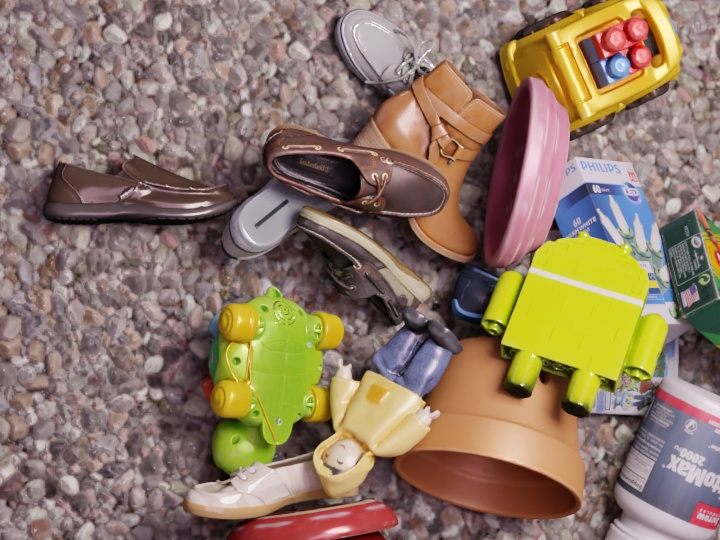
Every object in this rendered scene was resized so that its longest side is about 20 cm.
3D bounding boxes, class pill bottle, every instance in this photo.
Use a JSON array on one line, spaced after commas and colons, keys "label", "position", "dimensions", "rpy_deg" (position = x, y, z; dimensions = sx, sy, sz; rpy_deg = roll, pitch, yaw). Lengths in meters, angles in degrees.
[{"label": "pill bottle", "position": [0.348, 0.230, 1.566], "dimensions": [0.119, 0.120, 0.202], "rpy_deg": [21, 95, -13]}]

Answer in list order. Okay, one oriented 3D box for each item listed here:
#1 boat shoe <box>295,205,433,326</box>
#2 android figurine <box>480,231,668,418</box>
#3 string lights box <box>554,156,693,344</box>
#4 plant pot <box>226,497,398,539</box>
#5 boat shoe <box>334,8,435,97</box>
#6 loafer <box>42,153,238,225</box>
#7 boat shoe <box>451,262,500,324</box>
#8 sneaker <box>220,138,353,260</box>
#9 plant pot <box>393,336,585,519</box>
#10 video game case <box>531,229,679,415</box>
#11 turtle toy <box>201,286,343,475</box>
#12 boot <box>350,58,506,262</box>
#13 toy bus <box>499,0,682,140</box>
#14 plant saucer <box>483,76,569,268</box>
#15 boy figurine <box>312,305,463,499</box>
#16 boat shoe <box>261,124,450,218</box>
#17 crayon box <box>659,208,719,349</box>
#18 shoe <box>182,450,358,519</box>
[{"label": "boat shoe", "position": [0.000, 0.000, 1.483], "dimensions": [0.199, 0.073, 0.065], "rpy_deg": [35, 87, -39]}, {"label": "android figurine", "position": [0.217, 0.047, 1.437], "dimensions": [0.180, 0.041, 0.201], "rpy_deg": [15, 61, 15]}, {"label": "string lights box", "position": [0.279, -0.019, 1.542], "dimensions": [0.102, 0.059, 0.202], "rpy_deg": [1, 62, -42]}, {"label": "plant pot", "position": [-0.044, 0.330, 1.423], "dimensions": [0.198, 0.200, 0.185], "rpy_deg": [-8, 83, -15]}, {"label": "boat shoe", "position": [0.058, -0.206, 1.531], "dimensions": [0.075, 0.086, 0.202], "rpy_deg": [-45, 99, -13]}, {"label": "loafer", "position": [-0.222, -0.084, 1.454], "dimensions": [0.198, 0.073, 0.072], "rpy_deg": [0, 87, -16]}, {"label": "boat shoe", "position": [0.200, 0.034, 1.540], "dimensions": [0.198, 0.084, 0.069], "rpy_deg": [12, 81, -16]}, {"label": "sneaker", "position": [-0.073, -0.078, 1.500], "dimensions": [0.199, 0.071, 0.073], "rpy_deg": [-33, 95, -36]}, {"label": "plant pot", "position": [0.144, 0.160, 1.493], "dimensions": [0.198, 0.200, 0.141], "rpy_deg": [20, 66, -13]}, {"label": "video game case", "position": [0.276, 0.061, 1.612], "dimensions": [0.180, 0.022, 0.202], "rpy_deg": [4, 85, -15]}, {"label": "turtle toy", "position": [-0.105, 0.116, 1.462], "dimensions": [0.145, 0.101, 0.202], "rpy_deg": [9, 87, -38]}, {"label": "boot", "position": [0.097, -0.112, 1.501], "dimensions": [0.155, 0.074, 0.200], "rpy_deg": [-42, 118, 14]}, {"label": "toy bus", "position": [0.277, -0.238, 1.540], "dimensions": [0.199, 0.192, 0.137], "rpy_deg": [-26, 93, -16]}, {"label": "plant saucer", "position": [0.176, -0.099, 1.496], "dimensions": [0.050, 0.201, 0.203], "rpy_deg": [10, 85, -4]}, {"label": "boy figurine", "position": [0.015, 0.134, 1.428], "dimensions": [0.124, 0.064, 0.201], "rpy_deg": [32, 80, 28]}, {"label": "boat shoe", "position": [-0.004, -0.091, 1.435], "dimensions": [0.198, 0.070, 0.071], "rpy_deg": [12, 110, -8]}, {"label": "crayon box", "position": [0.412, 0.035, 1.566], "dimensions": [0.199, 0.051, 0.128], "rpy_deg": [35, 37, -37]}, {"label": "shoe", "position": [-0.090, 0.210, 1.430], "dimensions": [0.198, 0.070, 0.054], "rpy_deg": [-3, 94, -36]}]
